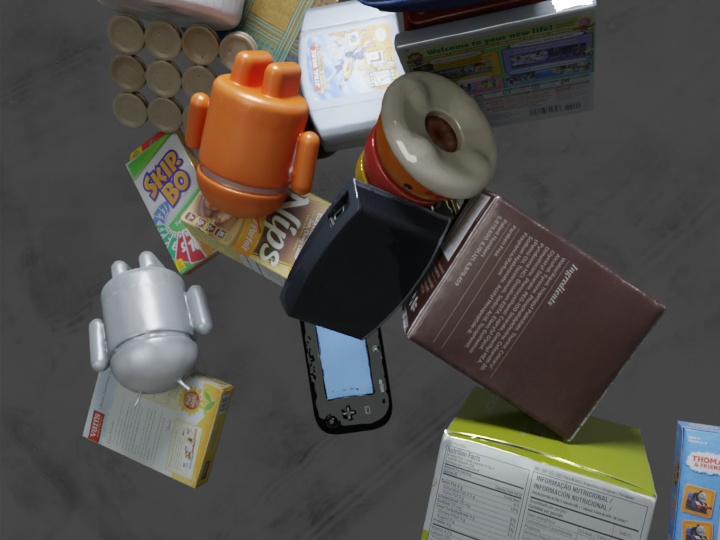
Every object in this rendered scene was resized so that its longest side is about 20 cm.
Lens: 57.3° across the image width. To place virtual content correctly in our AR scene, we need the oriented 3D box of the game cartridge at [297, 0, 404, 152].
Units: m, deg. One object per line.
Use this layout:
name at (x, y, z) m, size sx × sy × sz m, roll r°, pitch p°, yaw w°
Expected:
game cartridge at (-0.009, -0.245, 0.806) m, size 0.131 × 0.042 × 0.203 m, roll -8°, pitch 69°, yaw 0°

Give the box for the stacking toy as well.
stacking toy at (0.044, -0.110, 0.744) m, size 0.200 × 0.145 × 0.147 m, roll -37°, pitch 77°, yaw 52°

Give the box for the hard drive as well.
hard drive at (0.000, 0.000, 0.733) m, size 0.134 × 0.043 × 0.201 m, roll 20°, pitch 132°, yaw -19°

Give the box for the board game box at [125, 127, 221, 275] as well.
board game box at (-0.257, -0.104, 0.930) m, size 0.095 × 0.030 × 0.202 m, roll -31°, pitch 79°, yaw 14°

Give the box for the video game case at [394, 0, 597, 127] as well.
video game case at (0.154, -0.216, 0.724) m, size 0.197 × 0.182 × 0.022 m, roll -6°, pitch 69°, yaw 17°

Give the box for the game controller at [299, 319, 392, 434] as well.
game controller at (-0.020, 0.106, 0.849) m, size 0.103 × 0.042 × 0.203 m, roll -10°, pitch 88°, yaw 17°

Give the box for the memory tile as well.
memory tile at (-0.235, -0.252, 0.873) m, size 0.197 × 0.017 × 0.155 m, roll 10°, pitch 124°, yaw 2°

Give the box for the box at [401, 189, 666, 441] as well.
box at (0.168, 0.035, 0.702) m, size 0.199 × 0.166 × 0.165 m, roll 33°, pitch 99°, yaw -3°

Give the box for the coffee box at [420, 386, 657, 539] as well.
coffee box at (0.182, 0.260, 0.699) m, size 0.198 × 0.199 × 0.201 m, roll 12°, pitch 98°, yaw 18°

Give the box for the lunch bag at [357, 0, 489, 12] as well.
lunch bag at (0.069, -0.309, 0.592) m, size 0.197 × 0.132 × 0.138 m, roll -2°, pitch 106°, yaw 16°

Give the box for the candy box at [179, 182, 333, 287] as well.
candy box at (-0.117, -0.058, 0.850) m, size 0.198 × 0.055 × 0.116 m, roll 27°, pitch 73°, yaw 16°

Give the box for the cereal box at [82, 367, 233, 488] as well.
cereal box at (-0.289, 0.200, 0.933) m, size 0.198 × 0.039 × 0.146 m, roll 19°, pitch 95°, yaw 17°

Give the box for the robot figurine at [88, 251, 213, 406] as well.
robot figurine at (-0.280, 0.077, 0.875) m, size 0.168 × 0.113 × 0.202 m, roll -21°, pitch 64°, yaw 1°

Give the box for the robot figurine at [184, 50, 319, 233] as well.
robot figurine at (-0.129, -0.149, 0.771) m, size 0.142 × 0.117 × 0.202 m, roll 7°, pitch 116°, yaw -24°

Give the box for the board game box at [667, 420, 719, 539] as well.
board game box at (0.419, 0.277, 0.717) m, size 0.149 × 0.037 × 0.203 m, roll 5°, pitch 92°, yaw 17°

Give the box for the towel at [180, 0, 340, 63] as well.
towel at (-0.139, -0.344, 0.896) m, size 0.199 × 0.022 × 0.148 m, roll 33°, pitch 99°, yaw 13°

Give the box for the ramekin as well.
ramekin at (-0.233, -0.365, 0.813) m, size 0.198 × 0.200 × 0.099 m, roll 11°, pitch 100°, yaw 16°

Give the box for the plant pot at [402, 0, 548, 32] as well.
plant pot at (0.128, -0.324, 0.732) m, size 0.197 × 0.176 × 0.203 m, roll -7°, pitch 88°, yaw 16°

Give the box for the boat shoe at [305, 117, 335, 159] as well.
boat shoe at (-0.118, -0.179, 0.861) m, size 0.197 × 0.076 × 0.073 m, roll 11°, pitch 110°, yaw 6°

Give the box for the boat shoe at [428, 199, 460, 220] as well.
boat shoe at (0.091, -0.067, 0.802) m, size 0.072 × 0.063 × 0.204 m, roll -10°, pitch 87°, yaw 17°
